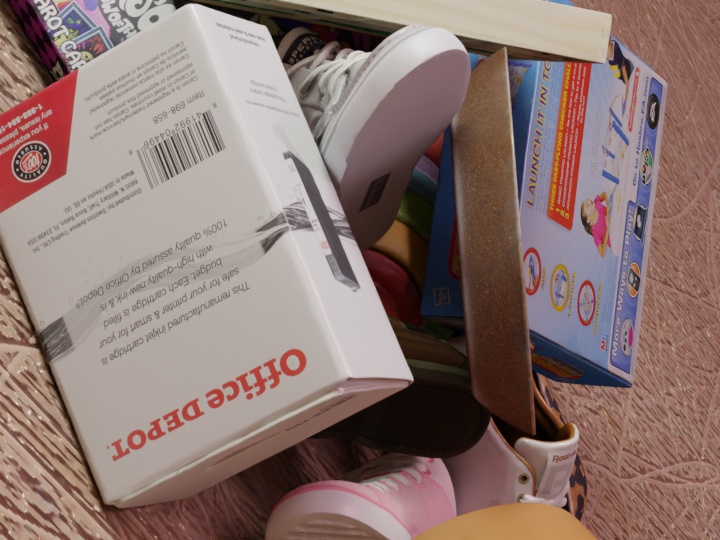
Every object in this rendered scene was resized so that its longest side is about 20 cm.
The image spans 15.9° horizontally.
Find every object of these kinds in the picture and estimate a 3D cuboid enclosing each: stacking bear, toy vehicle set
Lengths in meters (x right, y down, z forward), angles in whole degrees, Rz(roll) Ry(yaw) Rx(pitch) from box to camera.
[{"bbox_3d":[0.000,0.000,1.491,0.200,0.121,0.114,-73,177,-48],"label":"stacking bear"},{"bbox_3d":[0.016,-0.140,1.356,0.200,0.124,0.027,9,92,-23],"label":"toy vehicle set"}]

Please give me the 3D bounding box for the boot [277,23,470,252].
[{"bbox_3d":[-0.012,-0.085,1.292,0.073,0.200,0.096,-24,71,-28],"label":"boot"}]

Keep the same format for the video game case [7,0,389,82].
[{"bbox_3d":[-0.084,-0.134,1.400,0.181,0.036,0.200,-31,94,-26],"label":"video game case"}]

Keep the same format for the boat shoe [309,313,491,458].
[{"bbox_3d":[-0.029,0.047,1.364,0.200,0.072,0.068,20,26,-25],"label":"boat shoe"}]

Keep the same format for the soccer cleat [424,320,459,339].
[{"bbox_3d":[0.063,0.106,1.535,0.068,0.081,0.200,39,32,-45],"label":"soccer cleat"}]

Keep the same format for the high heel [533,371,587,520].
[{"bbox_3d":[0.089,0.082,1.638,0.200,0.071,0.143,52,14,-48],"label":"high heel"}]

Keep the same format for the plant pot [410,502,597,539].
[{"bbox_3d":[0.079,0.213,1.299,0.200,0.200,0.140,35,23,-51],"label":"plant pot"}]

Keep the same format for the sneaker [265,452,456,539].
[{"bbox_3d":[0.001,0.133,1.366,0.200,0.075,0.105,47,29,-53],"label":"sneaker"}]

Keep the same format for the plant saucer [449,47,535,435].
[{"bbox_3d":[0.067,-0.014,1.325,0.200,0.034,0.201,-5,90,-87],"label":"plant saucer"}]

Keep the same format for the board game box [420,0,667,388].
[{"bbox_3d":[0.114,-0.046,1.531,0.196,0.056,0.200,27,68,-59],"label":"board game box"}]

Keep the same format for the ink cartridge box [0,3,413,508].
[{"bbox_3d":[-0.083,-0.004,1.238,0.084,0.144,0.200,8,57,-65],"label":"ink cartridge box"}]

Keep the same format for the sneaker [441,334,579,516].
[{"bbox_3d":[0.088,0.134,1.450,0.073,0.085,0.200,-21,98,-47],"label":"sneaker"}]
